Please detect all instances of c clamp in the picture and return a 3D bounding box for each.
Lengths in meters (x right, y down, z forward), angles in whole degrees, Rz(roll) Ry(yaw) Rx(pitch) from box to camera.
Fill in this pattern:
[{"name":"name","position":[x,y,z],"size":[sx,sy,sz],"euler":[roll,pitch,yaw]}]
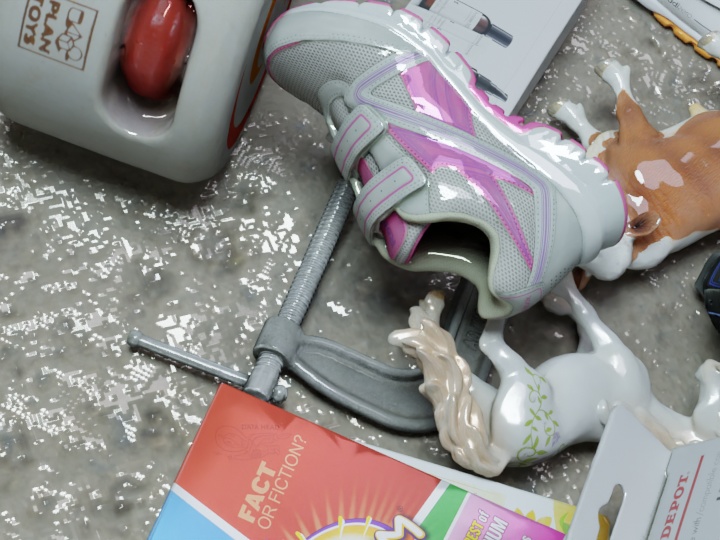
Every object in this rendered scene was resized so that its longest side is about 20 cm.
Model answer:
[{"name":"c clamp","position":[0.000,0.000,0.988],"size":[0.170,0.027,0.201],"euler":[28,55,3]}]

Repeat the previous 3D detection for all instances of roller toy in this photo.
[{"name":"roller toy","position":[-0.109,-0.149,0.958],"size":[0.139,0.200,0.184],"euler":[20,76,0]}]

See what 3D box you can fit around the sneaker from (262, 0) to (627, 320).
[{"name":"sneaker","position":[0.027,-0.053,0.911],"size":[0.199,0.082,0.088],"euler":[36,65,13]}]

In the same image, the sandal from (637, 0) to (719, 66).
[{"name":"sandal","position":[0.201,-0.185,1.138],"size":[0.206,0.059,0.079],"euler":[31,56,5]}]

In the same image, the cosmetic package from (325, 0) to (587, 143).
[{"name":"cosmetic package","position":[0.063,-0.124,1.053],"size":[0.082,0.051,0.200],"euler":[30,47,3]}]

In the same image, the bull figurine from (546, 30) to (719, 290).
[{"name":"bull figurine","position":[0.175,-0.061,1.049],"size":[0.199,0.065,0.122],"euler":[-13,65,-22]}]

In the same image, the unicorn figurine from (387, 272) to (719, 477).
[{"name":"unicorn figurine","position":[0.113,0.055,0.961],"size":[0.199,0.074,0.138],"euler":[-19,73,-22]}]

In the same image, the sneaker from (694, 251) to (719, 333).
[{"name":"sneaker","position":[0.213,0.017,0.946],"size":[0.078,0.200,0.070],"euler":[29,87,3]}]

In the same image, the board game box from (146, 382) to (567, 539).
[{"name":"board game box","position":[-0.002,0.157,0.833],"size":[0.199,0.040,0.154],"euler":[23,58,0]}]

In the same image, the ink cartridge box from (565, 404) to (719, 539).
[{"name":"ink cartridge box","position":[0.184,0.155,0.861],"size":[0.200,0.066,0.116],"euler":[43,52,-24]}]

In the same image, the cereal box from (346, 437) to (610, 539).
[{"name":"cereal box","position":[0.011,0.156,0.886],"size":[0.199,0.040,0.145],"euler":[17,57,-3]}]
